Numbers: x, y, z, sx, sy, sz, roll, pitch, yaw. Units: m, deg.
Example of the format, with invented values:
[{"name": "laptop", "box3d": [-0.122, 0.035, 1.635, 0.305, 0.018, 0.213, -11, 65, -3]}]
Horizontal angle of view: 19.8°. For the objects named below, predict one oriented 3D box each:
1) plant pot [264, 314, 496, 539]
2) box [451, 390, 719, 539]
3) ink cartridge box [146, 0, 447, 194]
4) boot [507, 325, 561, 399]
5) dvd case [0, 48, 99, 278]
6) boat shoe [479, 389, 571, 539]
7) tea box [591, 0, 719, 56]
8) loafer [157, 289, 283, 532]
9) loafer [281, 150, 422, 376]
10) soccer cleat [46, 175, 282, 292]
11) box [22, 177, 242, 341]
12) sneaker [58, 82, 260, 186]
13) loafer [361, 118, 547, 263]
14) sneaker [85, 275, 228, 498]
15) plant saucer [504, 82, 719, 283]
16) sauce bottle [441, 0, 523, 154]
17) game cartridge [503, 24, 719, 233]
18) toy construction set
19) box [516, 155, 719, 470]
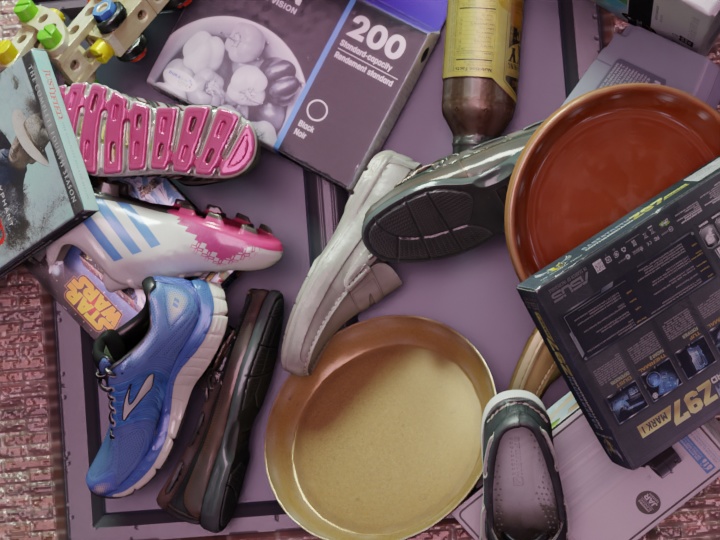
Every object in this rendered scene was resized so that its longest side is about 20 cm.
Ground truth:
[{"name": "plant pot", "box3d": [0.019, 0.131, 1.651, 0.199, 0.028, 0.201, -11, 58, 18]}, {"name": "box", "box3d": [0.181, 0.160, 1.617, 0.200, 0.060, 0.117, -39, 100, 15]}, {"name": "ink cartridge box", "box3d": [-0.045, -0.196, 1.712, 0.197, 0.043, 0.201, 28, 88, 8]}, {"name": "boot", "box3d": [0.223, 0.060, 1.652, 0.155, 0.073, 0.201, 34, 87, 6]}, {"name": "dvd case", "box3d": [-0.303, -0.069, 1.682, 0.199, 0.022, 0.147, -30, 72, 32]}, {"name": "boat shoe", "box3d": [0.123, 0.194, 1.568, 0.075, 0.060, 0.202, -11, 107, 5]}, {"name": "tea box", "box3d": [0.220, -0.280, 1.610, 0.196, 0.200, 0.134, 32, 89, 9]}, {"name": "loafer", "box3d": [-0.115, 0.108, 1.677, 0.062, 0.072, 0.202, 15, 89, 13]}, {"name": "loafer", "box3d": [0.000, 0.000, 1.677, 0.069, 0.070, 0.201, 28, 87, 7]}, {"name": "soccer cleat", "box3d": [-0.160, -0.017, 1.663, 0.198, 0.070, 0.087, 15, 97, 12]}, {"name": "box", "box3d": [-0.208, -0.029, 1.717, 0.137, 0.040, 0.200, -44, 83, 0]}, {"name": "sneaker", "box3d": [-0.168, -0.105, 1.673, 0.198, 0.087, 0.074, 7, 86, 15]}, {"name": "loafer", "box3d": [0.094, -0.066, 1.635, 0.199, 0.063, 0.072, -21, 122, 8]}, {"name": "sneaker", "box3d": [-0.182, 0.089, 1.654, 0.089, 0.079, 0.201, 18, 106, -22]}, {"name": "plant saucer", "box3d": [0.205, -0.041, 1.567, 0.198, 0.032, 0.202, -1, 98, -9]}, {"name": "sauce bottle", "box3d": [0.098, -0.161, 1.684, 0.064, 0.065, 0.202, 4, 88, 6]}, {"name": "game cartridge", "box3d": [0.198, -0.094, 1.642, 0.040, 0.133, 0.201, 36, 91, -34]}, {"name": "toy construction set", "box3d": [-0.216, -0.228, 1.709, 0.131, 0.092, 0.201, 19, 79, 46]}, {"name": "box", "box3d": [0.237, 0.028, 1.531, 0.199, 0.051, 0.158, -32, 100, -9]}]
